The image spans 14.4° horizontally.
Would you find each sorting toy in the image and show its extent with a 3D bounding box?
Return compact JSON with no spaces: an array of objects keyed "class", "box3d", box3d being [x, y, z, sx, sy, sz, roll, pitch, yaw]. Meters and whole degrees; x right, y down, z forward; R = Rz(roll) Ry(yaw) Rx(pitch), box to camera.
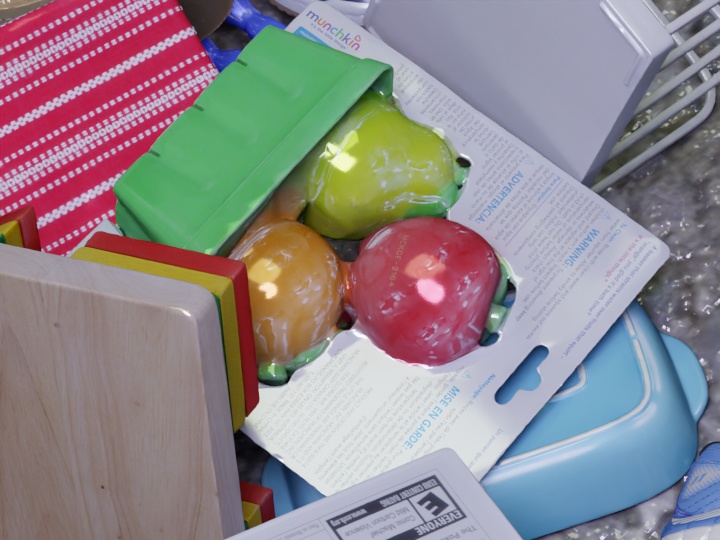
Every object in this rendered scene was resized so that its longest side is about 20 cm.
[{"class":"sorting toy","box3d":[-0.129,0.063,1.166,0.198,0.201,0.070,11,37,23]}]

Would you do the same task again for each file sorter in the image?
[{"class":"file sorter","box3d":[0.104,-0.131,1.245,0.124,0.200,0.139,-34,77,-20]}]

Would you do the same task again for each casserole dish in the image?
[{"class":"casserole dish","box3d":[0.050,0.061,1.222,0.199,0.039,0.121,-17,47,0]}]

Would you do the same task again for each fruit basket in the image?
[{"class":"fruit basket","box3d":[0.000,0.000,1.213,0.200,0.094,0.185,38,69,9]}]

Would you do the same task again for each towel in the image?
[{"class":"towel","box3d":[-0.107,-0.027,1.268,0.144,0.022,0.200,-28,86,-19]}]

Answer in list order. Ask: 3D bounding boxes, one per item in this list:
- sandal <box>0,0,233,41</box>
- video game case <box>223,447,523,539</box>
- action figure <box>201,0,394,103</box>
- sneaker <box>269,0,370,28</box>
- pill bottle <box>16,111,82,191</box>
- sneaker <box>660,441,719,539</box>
[{"class":"sandal","box3d":[-0.151,-0.125,1.404,0.211,0.078,0.070,-19,32,21]},{"class":"video game case","box3d":[0.000,0.165,1.018,0.199,0.023,0.182,-20,55,-28]},{"class":"action figure","box3d":[-0.036,-0.098,1.376,0.200,0.052,0.065,27,65,40]},{"class":"sneaker","box3d":[-0.036,-0.207,1.428,0.070,0.109,0.200,-20,44,-26]},{"class":"pill bottle","box3d":[-0.225,-0.016,1.311,0.199,0.111,0.111,-21,47,-5]},{"class":"sneaker","box3d":[0.219,0.093,1.123,0.199,0.079,0.089,2,52,16]}]
